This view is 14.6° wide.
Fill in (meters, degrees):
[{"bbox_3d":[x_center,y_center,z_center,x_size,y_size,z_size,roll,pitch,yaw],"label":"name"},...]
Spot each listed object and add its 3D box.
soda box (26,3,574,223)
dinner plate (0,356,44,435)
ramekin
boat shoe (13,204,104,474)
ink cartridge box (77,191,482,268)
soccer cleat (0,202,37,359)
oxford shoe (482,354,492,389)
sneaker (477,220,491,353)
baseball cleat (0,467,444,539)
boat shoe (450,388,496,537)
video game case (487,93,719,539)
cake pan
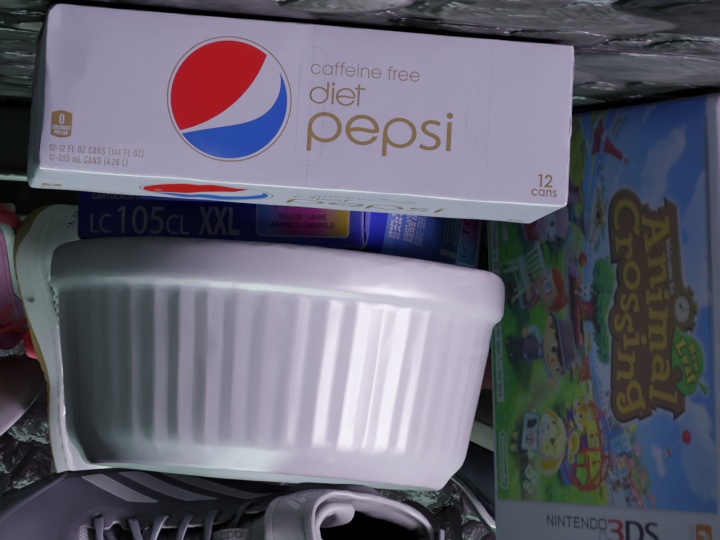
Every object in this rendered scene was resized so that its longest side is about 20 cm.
[{"bbox_3d":[-0.024,-0.058,1.064,0.200,0.064,0.068,3,175,-9],"label":"soda box"},{"bbox_3d":[-0.258,0.087,1.456,0.200,0.024,0.200,-23,-165,6],"label":"dinner plate"},{"bbox_3d":[-0.039,0.044,1.226,0.202,0.094,0.202,4,175,0],"label":"ramekin"},{"bbox_3d":[-0.114,0.062,1.411,0.069,0.200,0.071,-5,-160,32],"label":"boat shoe"},{"bbox_3d":[-0.037,-0.040,1.251,0.136,0.077,0.200,2,174,19],"label":"ink cartridge box"},{"bbox_3d":[-0.195,0.003,1.425,0.067,0.077,0.200,2,176,22],"label":"soccer cleat"},{"bbox_3d":[0.109,0.009,1.423,0.200,0.073,0.084,-37,159,-9],"label":"oxford shoe"},{"bbox_3d":[0.000,0.000,1.387,0.200,0.079,0.095,20,-147,39],"label":"sneaker"},{"bbox_3d":[-0.064,0.110,1.170,0.200,0.070,0.106,-4,171,-20],"label":"baseball cleat"},{"bbox_3d":[0.012,0.075,1.363,0.200,0.063,0.073,24,-162,24],"label":"boat shoe"},{"bbox_3d":[0.110,0.030,1.218,0.022,0.200,0.182,0,178,-30],"label":"video game case"},{"bbox_3d":[-0.158,-0.053,1.412,0.200,0.037,0.200,4,176,0],"label":"cake pan"}]
